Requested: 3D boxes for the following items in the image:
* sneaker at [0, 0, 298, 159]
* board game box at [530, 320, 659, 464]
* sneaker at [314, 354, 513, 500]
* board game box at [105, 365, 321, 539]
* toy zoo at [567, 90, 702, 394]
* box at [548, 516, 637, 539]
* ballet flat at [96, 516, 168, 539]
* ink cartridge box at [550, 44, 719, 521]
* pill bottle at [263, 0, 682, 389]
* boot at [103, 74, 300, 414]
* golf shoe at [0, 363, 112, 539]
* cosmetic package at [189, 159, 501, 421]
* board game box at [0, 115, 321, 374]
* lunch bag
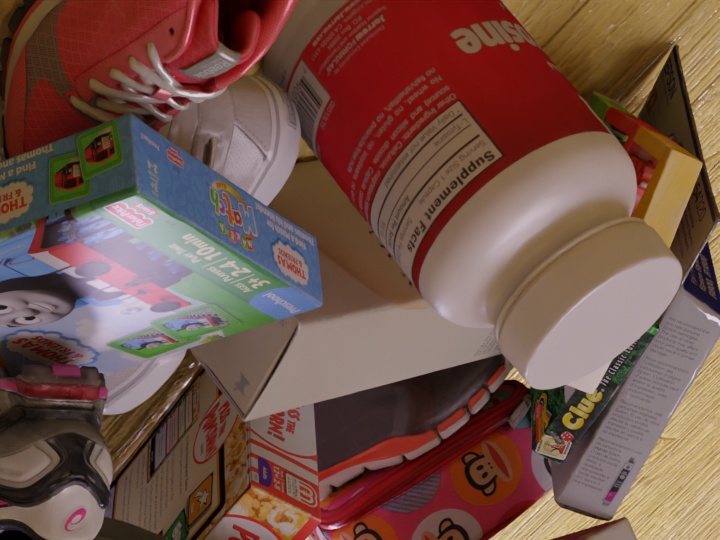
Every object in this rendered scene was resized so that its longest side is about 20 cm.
[{"bbox_3d":[-0.078,-0.094,0.842,0.073,0.087,0.200,19,120,-35],"label":"sneaker"},{"bbox_3d":[0.126,0.005,1.204,0.023,0.201,0.105,21,124,-12],"label":"board game box"},{"bbox_3d":[-0.002,0.069,1.239,0.199,0.082,0.077,-31,-164,4],"label":"sneaker"},{"bbox_3d":[-0.097,0.140,1.170,0.046,0.152,0.200,28,119,-21],"label":"board game box"},{"bbox_3d":[0.126,-0.016,1.142,0.200,0.020,0.132,-121,-126,-73],"label":"toy zoo"},{"bbox_3d":[0.055,0.229,1.181,0.199,0.107,0.152,-20,175,-40],"label":"box"},{"bbox_3d":[-0.097,0.159,1.047,0.199,0.068,0.064,16,167,-18],"label":"ballet flat"},{"bbox_3d":[0.159,0.005,1.216,0.043,0.197,0.201,20,122,-12],"label":"ink cartridge box"},{"bbox_3d":[0.052,-0.049,0.973,0.112,0.200,0.112,-30,155,-16],"label":"pill bottle"},{"bbox_3d":[-0.114,-0.014,0.991,0.095,0.074,0.201,5,129,-41],"label":"boot"},{"bbox_3d":[-0.168,0.111,0.947,0.072,0.093,0.200,3,158,-27],"label":"golf shoe"},{"bbox_3d":[0.000,0.000,1.107,0.199,0.104,0.073,-12,145,-45],"label":"cosmetic package"},{"bbox_3d":[-0.138,0.006,0.889,0.199,0.037,0.151,-17,156,22],"label":"board game box"},{"bbox_3d":[0.049,0.124,1.326,0.176,0.082,0.200,-32,-175,-9],"label":"lunch bag"}]
